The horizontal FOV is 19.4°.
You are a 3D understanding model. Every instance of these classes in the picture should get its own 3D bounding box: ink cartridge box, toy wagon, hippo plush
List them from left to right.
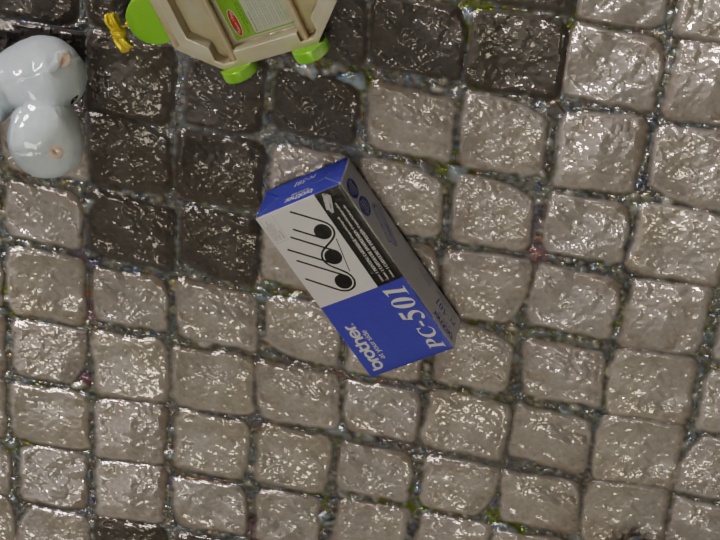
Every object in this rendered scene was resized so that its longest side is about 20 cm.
[{"bbox_3d":[-0.314,-0.147,1.818,0.159,0.159,0.202,-4,86,-6],"label":"hippo plush"},{"bbox_3d":[-0.119,-0.231,1.749,0.198,0.040,0.156,-13,123,22],"label":"toy wagon"},{"bbox_3d":[0.000,0.000,1.897,0.093,0.044,0.201,-21,120,28],"label":"ink cartridge box"}]

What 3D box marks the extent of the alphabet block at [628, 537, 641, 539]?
[{"bbox_3d":[0.247,0.419,2.061,0.195,0.197,0.200,42,124,-18],"label":"alphabet block"}]
